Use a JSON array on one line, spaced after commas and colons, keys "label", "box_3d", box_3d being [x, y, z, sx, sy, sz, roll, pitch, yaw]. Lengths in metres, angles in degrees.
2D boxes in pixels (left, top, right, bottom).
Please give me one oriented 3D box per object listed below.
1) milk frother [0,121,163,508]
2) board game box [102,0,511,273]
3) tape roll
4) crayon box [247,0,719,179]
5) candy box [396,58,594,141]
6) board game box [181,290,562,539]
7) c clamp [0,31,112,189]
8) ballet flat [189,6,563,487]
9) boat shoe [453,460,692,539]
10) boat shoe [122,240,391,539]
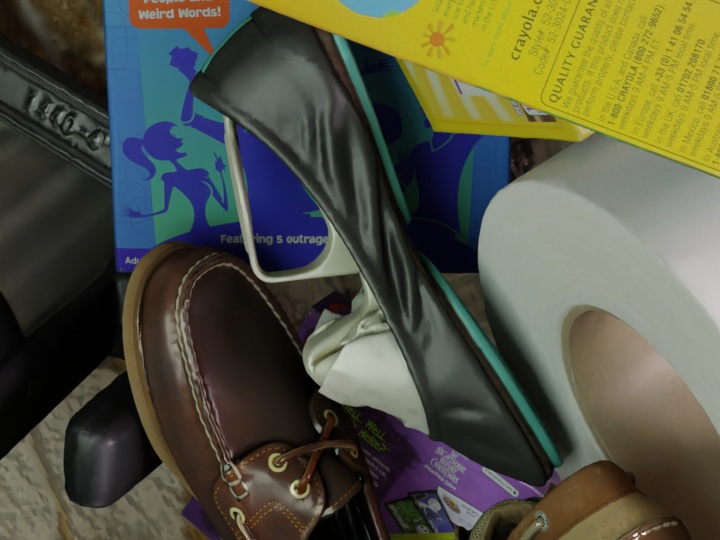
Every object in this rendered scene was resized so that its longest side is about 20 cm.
[{"label": "milk frother", "box_3d": [-0.159, 0.074, 1.141, 0.180, 0.188, 0.201, 30, 121, 9]}, {"label": "board game box", "box_3d": [-0.019, -0.098, 1.053, 0.151, 0.045, 0.201, 0, 114, 2]}, {"label": "tape roll", "box_3d": [0.126, 0.041, 0.988, 0.203, 0.071, 0.203, 49, 159, 26]}, {"label": "crayon box", "box_3d": [0.049, -0.123, 0.881, 0.199, 0.051, 0.128, 21, 113, -3]}, {"label": "candy box", "box_3d": [0.011, -0.133, 0.960, 0.201, 0.026, 0.102, 60, 160, -19]}, {"label": "board game box", "box_3d": [0.034, 0.115, 1.148, 0.200, 0.032, 0.120, 39, 124, 10]}, {"label": "c clamp", "box_3d": [-0.077, -0.113, 1.130, 0.199, 0.027, 0.172, 25, 107, 15]}, {"label": "ballet flat", "box_3d": [0.000, 0.000, 1.029, 0.068, 0.068, 0.201, -28, 98, -1]}, {"label": "boat shoe", "box_3d": [0.069, 0.116, 1.043, 0.074, 0.075, 0.200, 61, 154, 9]}, {"label": "boat shoe", "box_3d": [-0.024, 0.080, 1.067, 0.070, 0.070, 0.201, 6, 126, 48]}]
